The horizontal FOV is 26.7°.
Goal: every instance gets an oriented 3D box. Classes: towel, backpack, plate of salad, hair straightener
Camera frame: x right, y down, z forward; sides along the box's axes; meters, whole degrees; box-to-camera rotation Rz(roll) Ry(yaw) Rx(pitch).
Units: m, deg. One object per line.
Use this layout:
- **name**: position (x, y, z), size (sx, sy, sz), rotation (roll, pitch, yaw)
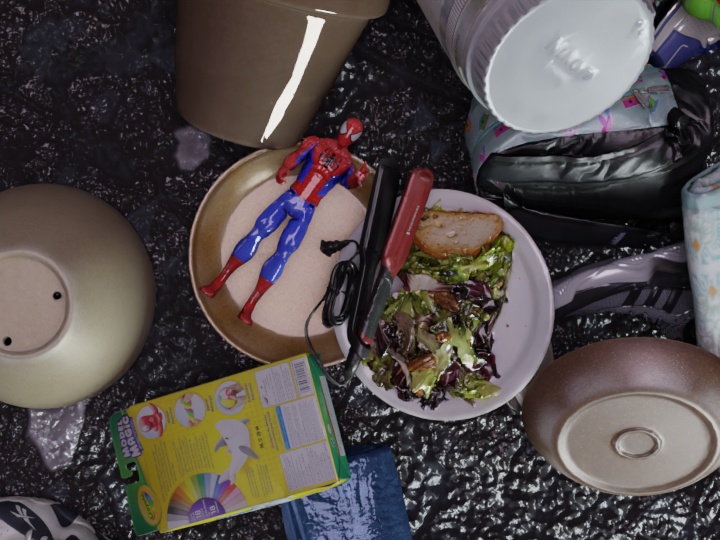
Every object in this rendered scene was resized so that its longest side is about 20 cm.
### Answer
- **towel**: position (-0.006, 0.260, 1.361), size (0.111, 0.049, 0.202), rotation (-11, 92, -3)
- **backpack**: position (0.190, -0.106, 1.308), size (0.198, 0.168, 0.127), rotation (-3, 50, -1)
- **plate of salad**: position (0.066, 0.032, 1.299), size (0.198, 0.048, 0.202), rotation (2, 98, 15)
- **towel**: position (0.353, -0.024, 1.304), size (0.199, 0.048, 0.172), rotation (-27, 114, -33)
- **hair straightener**: position (0.000, 0.000, 1.295), size (0.077, 0.041, 0.202), rotation (21, 100, 33)

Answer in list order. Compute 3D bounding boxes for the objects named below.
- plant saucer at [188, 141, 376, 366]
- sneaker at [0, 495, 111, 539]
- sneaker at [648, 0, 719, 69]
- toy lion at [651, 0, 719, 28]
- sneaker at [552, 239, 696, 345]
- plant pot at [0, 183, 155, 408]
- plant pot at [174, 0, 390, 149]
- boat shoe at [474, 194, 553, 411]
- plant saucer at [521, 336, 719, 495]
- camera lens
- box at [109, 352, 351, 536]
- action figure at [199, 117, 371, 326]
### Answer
- **plant saucer**: position (-0.054, -0.013, 1.356), size (0.198, 0.035, 0.202), rotation (0, 92, -3)
- **sneaker**: position (-0.262, 0.260, 1.309), size (0.198, 0.130, 0.080), rotation (29, 90, -3)
- **sneaker**: position (0.346, -0.230, 1.343), size (0.115, 0.081, 0.199), rotation (45, 88, -1)
- **toy lion**: position (0.299, -0.292, 1.290), size (0.190, 0.069, 0.201), rotation (-1, 63, 9)
- **sneaker**: position (0.263, 0.039, 1.350), size (0.198, 0.075, 0.115), rotation (-15, 90, -4)
- **plant pot**: position (-0.281, 0.025, 1.299), size (0.198, 0.134, 0.202), rotation (0, 92, -2)
- **plant pot**: position (-0.084, -0.204, 1.288), size (0.199, 0.200, 0.176), rotation (17, 110, -3)
- **boat shoe**: position (0.115, 0.034, 1.352), size (0.059, 0.072, 0.201), rotation (-15, 98, 42)
- **plant saucer**: position (0.238, 0.137, 1.310), size (0.199, 0.037, 0.201), rotation (4, 135, 4)
- **camera lens**: position (0.129, -0.229, 1.219), size (0.159, 0.160, 0.201), rotation (-22, 51, -1)
- **box**: position (-0.117, 0.155, 1.326), size (0.199, 0.048, 0.118), rotation (-17, 81, 13)
- **action figure**: position (-0.057, -0.049, 1.291), size (0.065, 0.099, 0.201), rotation (35, 87, -5)
